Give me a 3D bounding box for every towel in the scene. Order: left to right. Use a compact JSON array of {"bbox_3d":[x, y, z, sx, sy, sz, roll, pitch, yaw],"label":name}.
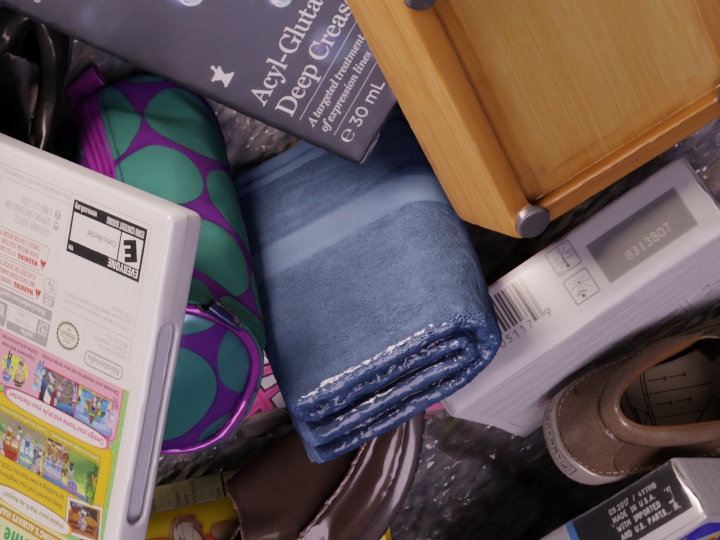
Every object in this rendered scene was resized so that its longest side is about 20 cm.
[{"bbox_3d":[0.000,0.000,1.218,0.111,0.200,0.049,-28,125,7],"label":"towel"}]

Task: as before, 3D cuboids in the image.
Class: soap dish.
[{"bbox_3d":[0.083,-0.118,1.118,0.157,0.081,0.200,-31,133,-1],"label":"soap dish"}]

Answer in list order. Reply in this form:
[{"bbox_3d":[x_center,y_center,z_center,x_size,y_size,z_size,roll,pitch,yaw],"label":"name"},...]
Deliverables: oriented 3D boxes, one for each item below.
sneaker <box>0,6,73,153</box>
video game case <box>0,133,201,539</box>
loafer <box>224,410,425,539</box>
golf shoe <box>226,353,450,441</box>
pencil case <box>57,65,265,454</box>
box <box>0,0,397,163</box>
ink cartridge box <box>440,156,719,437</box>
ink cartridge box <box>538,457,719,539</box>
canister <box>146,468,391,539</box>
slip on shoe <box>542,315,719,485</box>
[{"bbox_3d":[-0.185,-0.052,1.226,0.075,0.088,0.201,10,117,-14],"label":"sneaker"},{"bbox_3d":[-0.152,0.038,1.133,0.022,0.200,0.183,0,105,-44],"label":"video game case"},{"bbox_3d":[-0.031,0.118,1.267,0.071,0.073,0.201,20,108,-20],"label":"loafer"},{"bbox_3d":[-0.042,0.037,1.315,0.199,0.073,0.093,-7,104,-11],"label":"golf shoe"},{"bbox_3d":[-0.097,-0.009,1.200,0.085,0.200,0.092,-39,124,18],"label":"pencil case"},{"bbox_3d":[-0.055,-0.167,1.171,0.199,0.107,0.149,23,114,-19],"label":"box"},{"bbox_3d":[0.117,0.018,1.285,0.162,0.200,0.057,-35,81,7],"label":"ink cartridge box"},{"bbox_3d":[0.152,0.163,1.373,0.198,0.044,0.200,-36,154,29],"label":"ink cartridge box"},{"bbox_3d":[-0.080,0.178,1.375,0.199,0.087,0.149,-12,120,-4],"label":"canister"},{"bbox_3d":[0.186,0.057,1.315,0.199,0.076,0.061,-12,164,-30],"label":"slip on shoe"}]
